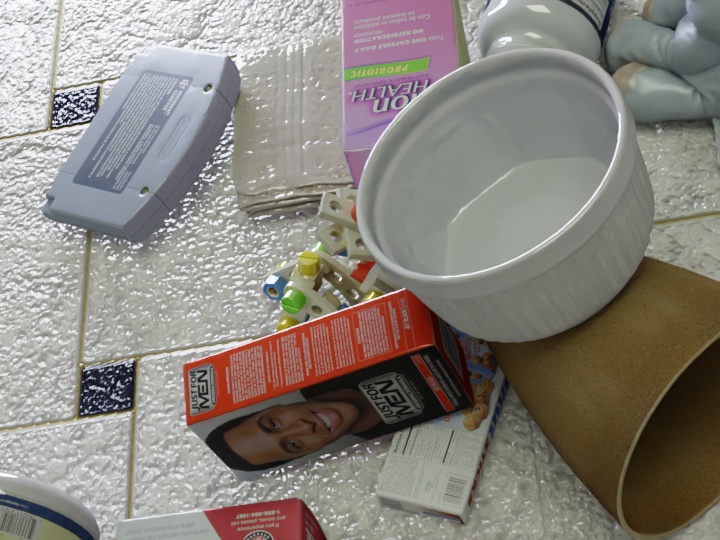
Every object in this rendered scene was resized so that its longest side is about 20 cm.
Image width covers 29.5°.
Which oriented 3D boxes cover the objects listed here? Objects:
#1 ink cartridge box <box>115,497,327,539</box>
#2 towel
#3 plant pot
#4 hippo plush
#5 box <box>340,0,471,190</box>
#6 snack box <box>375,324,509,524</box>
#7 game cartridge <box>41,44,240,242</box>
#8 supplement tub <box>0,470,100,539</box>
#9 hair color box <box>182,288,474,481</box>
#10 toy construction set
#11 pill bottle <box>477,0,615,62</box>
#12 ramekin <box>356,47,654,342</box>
[{"bbox_3d":[-0.098,0.276,0.968,0.145,0.083,0.201,-9,55,8],"label":"ink cartridge box"},{"bbox_3d":[-0.052,-0.136,1.265,0.132,0.035,0.201,-7,54,8],"label":"towel"},{"bbox_3d":[0.181,0.060,0.995,0.186,0.187,0.200,-41,50,-14],"label":"plant pot"},{"bbox_3d":[0.283,-0.203,1.147,0.159,0.161,0.201,-13,55,5],"label":"hippo plush"},{"bbox_3d":[0.047,-0.129,1.147,0.096,0.176,0.201,-8,56,8],"label":"box"},{"bbox_3d":[0.076,0.098,1.080,0.072,0.024,0.201,9,60,21],"label":"snack box"},{"bbox_3d":[-0.197,-0.119,1.268,0.133,0.042,0.200,16,66,30],"label":"game cartridge"},{"bbox_3d":[-0.279,0.260,0.986,0.144,0.145,0.201,1,57,15],"label":"supplement tub"},{"bbox_3d":[-0.024,0.088,1.047,0.199,0.102,0.061,-19,51,13],"label":"hair color box"},{"bbox_3d":[0.000,0.000,1.074,0.131,0.200,0.092,33,60,0],"label":"toy construction set"},{"bbox_3d":[0.169,-0.232,1.225,0.111,0.111,0.201,10,60,20],"label":"pill bottle"},{"bbox_3d":[0.107,-0.045,0.944,0.200,0.105,0.201,-20,46,22],"label":"ramekin"}]
